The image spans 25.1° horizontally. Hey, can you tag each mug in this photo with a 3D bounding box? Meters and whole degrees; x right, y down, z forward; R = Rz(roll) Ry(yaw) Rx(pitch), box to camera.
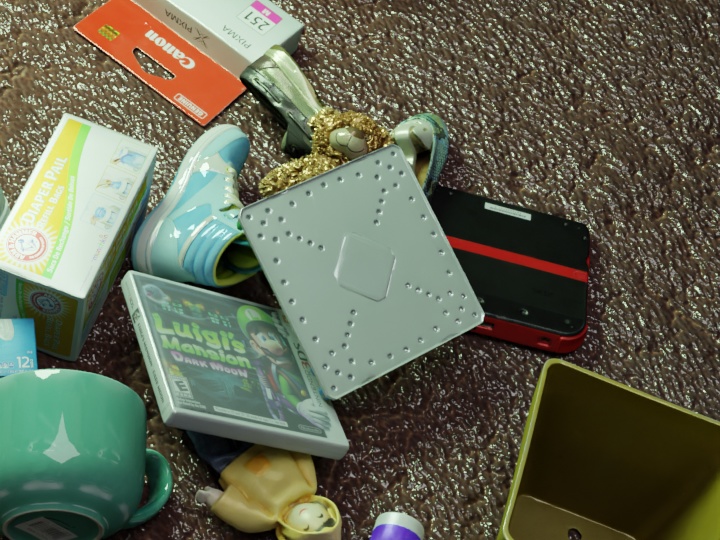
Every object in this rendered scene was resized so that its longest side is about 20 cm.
[{"bbox_3d":[-0.246,0.173,1.396,0.183,0.153,0.116,6,56,-13],"label":"mug"}]

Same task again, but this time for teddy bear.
[{"bbox_3d":[-0.035,-0.073,1.652,0.144,0.067,0.201,36,83,21],"label":"teddy bear"}]

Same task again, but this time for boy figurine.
[{"bbox_3d":[-0.092,0.191,1.486,0.124,0.065,0.200,-25,62,-33],"label":"boy figurine"}]

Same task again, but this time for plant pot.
[{"bbox_3d":[0.215,0.238,1.469,0.198,0.177,0.201,21,51,0],"label":"plant pot"}]

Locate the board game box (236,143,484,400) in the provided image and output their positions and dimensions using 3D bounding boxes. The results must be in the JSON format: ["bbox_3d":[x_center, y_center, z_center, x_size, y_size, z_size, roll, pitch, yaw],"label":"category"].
[{"bbox_3d":[0.000,0.000,1.576,0.199,0.026,0.202,-25,85,-30],"label":"board game box"}]

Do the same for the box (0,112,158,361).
[{"bbox_3d":[-0.281,-0.033,1.563,0.100,0.113,0.201,20,53,0],"label":"box"}]

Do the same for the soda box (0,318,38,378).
[{"bbox_3d":[-0.395,0.089,1.467,0.197,0.068,0.065,-1,55,-17],"label":"soda box"}]

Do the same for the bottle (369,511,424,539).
[{"bbox_3d":[0.012,0.310,1.427,0.083,0.066,0.201,19,51,-2],"label":"bottle"}]

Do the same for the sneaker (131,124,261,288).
[{"bbox_3d":[-0.130,-0.058,1.625,0.129,0.080,0.201,13,57,25],"label":"sneaker"}]

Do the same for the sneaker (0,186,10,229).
[{"bbox_3d":[-0.393,-0.031,1.524,0.074,0.083,0.201,1,38,8],"label":"sneaker"}]

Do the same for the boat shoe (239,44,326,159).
[{"bbox_3d":[-0.059,-0.148,1.746,0.066,0.072,0.202,-33,80,-6],"label":"boat shoe"}]

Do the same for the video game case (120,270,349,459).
[{"bbox_3d":[-0.117,0.088,1.508,0.198,0.023,0.183,16,34,-36],"label":"video game case"}]

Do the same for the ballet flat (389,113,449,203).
[{"bbox_3d":[0.052,-0.114,1.739,0.073,0.075,0.202,14,50,-6],"label":"ballet flat"}]

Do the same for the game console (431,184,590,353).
[{"bbox_3d":[0.150,-0.003,1.725,0.198,0.031,0.178,15,47,-7],"label":"game console"}]

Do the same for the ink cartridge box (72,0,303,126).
[{"bbox_3d":[-0.193,-0.274,1.810,0.199,0.044,0.174,36,52,11],"label":"ink cartridge box"}]
